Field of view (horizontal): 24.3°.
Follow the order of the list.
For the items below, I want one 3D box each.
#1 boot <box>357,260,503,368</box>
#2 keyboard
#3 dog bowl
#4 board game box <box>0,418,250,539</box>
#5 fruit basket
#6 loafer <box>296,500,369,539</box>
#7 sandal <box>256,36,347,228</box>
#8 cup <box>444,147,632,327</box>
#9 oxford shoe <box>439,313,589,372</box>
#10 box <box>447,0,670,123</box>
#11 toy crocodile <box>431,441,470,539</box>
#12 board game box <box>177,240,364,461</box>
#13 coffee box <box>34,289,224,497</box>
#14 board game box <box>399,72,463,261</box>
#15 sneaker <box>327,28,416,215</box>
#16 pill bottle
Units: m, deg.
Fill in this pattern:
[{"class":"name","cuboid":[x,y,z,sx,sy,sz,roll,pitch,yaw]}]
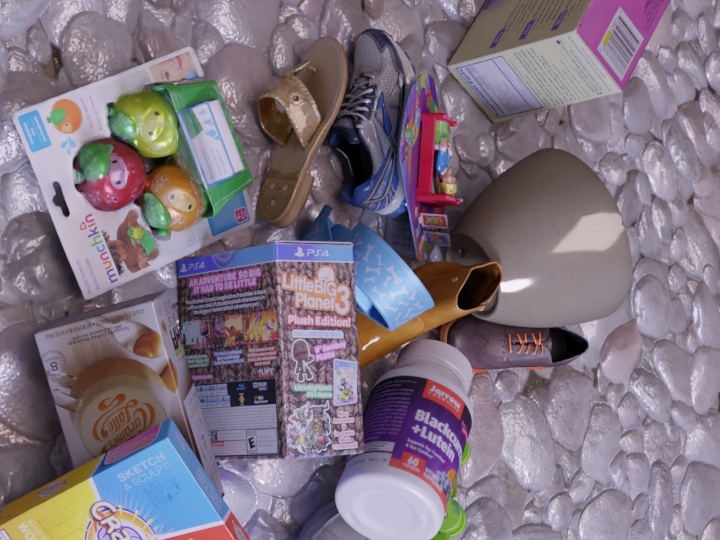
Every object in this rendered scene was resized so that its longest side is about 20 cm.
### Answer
[{"class":"boot","cuboid":[0.046,0.045,1.724,0.201,0.144,0.071,-38,108,-37]},{"class":"keyboard","cuboid":[0.056,-0.114,1.843,0.056,0.011,0.201,13,75,-39]},{"class":"dog bowl","cuboid":[0.000,0.000,1.666,0.050,0.200,0.112,-42,114,-7]},{"class":"board game box","cuboid":[-0.213,0.239,1.455,0.153,0.200,0.040,59,9,-18]},{"class":"fruit basket","cuboid":[-0.203,-0.094,1.561,0.200,0.094,0.186,-27,102,-37]},{"class":"loafer","cuboid":[-0.041,0.295,1.663,0.200,0.070,0.070,-45,113,-35]},{"class":"sandal","cuboid":[-0.075,-0.153,1.690,0.070,0.078,0.212,26,73,-42]},{"class":"cup","cuboid":[0.177,-0.018,1.831,0.143,0.200,0.201,-22,99,-26]},{"class":"oxford shoe","cuboid":[0.173,0.077,1.877,0.200,0.072,0.071,1,84,-41]},{"class":"box","cuboid":[0.228,-0.275,1.888,0.097,0.200,0.176,47,56,-27]},{"class":"toy crocodile","cuboid":[0.084,0.223,1.793,0.068,0.062,0.201,59,35,-74]},{"class":"board game box","cuboid":[-0.088,0.079,1.593,0.097,0.159,0.201,1,84,-41]},{"class":"coffee box","cuboid":[-0.205,0.131,1.504,0.114,0.080,0.201,-16,96,4]},{"class":"board game box","cuboid":[0.086,-0.111,1.783,0.158,0.039,0.200,-68,155,-47]},{"class":"sneaker","cuboid":[0.009,-0.159,1.767,0.085,0.077,0.201,-1,85,-37]},{"class":"pill bottle","cuboid":[0.052,0.169,1.702,0.111,0.111,0.200,48,42,-26]}]
